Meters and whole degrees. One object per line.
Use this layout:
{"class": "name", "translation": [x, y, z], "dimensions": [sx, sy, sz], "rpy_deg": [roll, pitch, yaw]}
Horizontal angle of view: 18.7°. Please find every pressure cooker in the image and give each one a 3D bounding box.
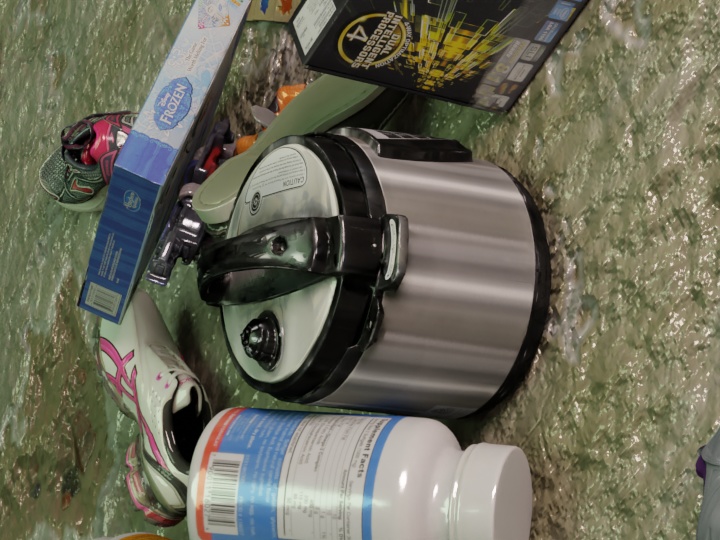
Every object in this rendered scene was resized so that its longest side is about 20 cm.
{"class": "pressure cooker", "translation": [0.000, 0.003, 1.387], "dimensions": [0.177, 0.199, 0.179], "rpy_deg": [-63, 36, 31]}

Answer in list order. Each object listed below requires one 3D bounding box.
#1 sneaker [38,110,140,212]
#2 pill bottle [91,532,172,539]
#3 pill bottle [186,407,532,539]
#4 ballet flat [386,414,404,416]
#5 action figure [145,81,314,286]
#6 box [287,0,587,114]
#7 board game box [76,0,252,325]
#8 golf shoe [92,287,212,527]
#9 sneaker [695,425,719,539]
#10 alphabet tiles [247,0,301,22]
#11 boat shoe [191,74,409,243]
{"class": "sneaker", "translation": [-0.234, -0.103, 1.912], "dimensions": [0.200, 0.074, 0.081], "rpy_deg": [-17, 68, 57]}
{"class": "pill bottle", "translation": [-0.154, 0.260, 1.656], "dimensions": [0.200, 0.110, 0.112], "rpy_deg": [8, 89, 59]}
{"class": "pill bottle", "translation": [0.001, 0.145, 1.366], "dimensions": [0.198, 0.112, 0.113], "rpy_deg": [3, 83, 21]}
{"class": "ballet flat", "translation": [0.015, 0.191, 1.464], "dimensions": [0.063, 0.068, 0.201], "rpy_deg": [31, 114, 27]}
{"class": "action figure", "translation": [-0.081, -0.054, 1.624], "dimensions": [0.194, 0.104, 0.201], "rpy_deg": [-57, 8, 43]}
{"class": "box", "translation": [0.070, -0.194, 1.362], "dimensions": [0.200, 0.160, 0.049], "rpy_deg": [-53, 42, 35]}
{"class": "board game box", "translation": [-0.151, -0.091, 1.676], "dimensions": [0.200, 0.043, 0.200], "rpy_deg": [115, 178, -55]}
{"class": "golf shoe", "translation": [-0.152, 0.096, 1.740], "dimensions": [0.092, 0.072, 0.201], "rpy_deg": [-38, 61, 40]}
{"class": "sneaker", "translation": [0.215, 0.164, 1.140], "dimensions": [0.088, 0.074, 0.201], "rpy_deg": [122, 153, -54]}
{"class": "alphabet tiles", "translation": [-0.053, -0.279, 1.729], "dimensions": [0.200, 0.006, 0.168], "rpy_deg": [13, 94, 58]}
{"class": "boat shoe", "translation": [-0.031, -0.080, 1.516], "dimensions": [0.071, 0.201, 0.061], "rpy_deg": [10, 135, 52]}
